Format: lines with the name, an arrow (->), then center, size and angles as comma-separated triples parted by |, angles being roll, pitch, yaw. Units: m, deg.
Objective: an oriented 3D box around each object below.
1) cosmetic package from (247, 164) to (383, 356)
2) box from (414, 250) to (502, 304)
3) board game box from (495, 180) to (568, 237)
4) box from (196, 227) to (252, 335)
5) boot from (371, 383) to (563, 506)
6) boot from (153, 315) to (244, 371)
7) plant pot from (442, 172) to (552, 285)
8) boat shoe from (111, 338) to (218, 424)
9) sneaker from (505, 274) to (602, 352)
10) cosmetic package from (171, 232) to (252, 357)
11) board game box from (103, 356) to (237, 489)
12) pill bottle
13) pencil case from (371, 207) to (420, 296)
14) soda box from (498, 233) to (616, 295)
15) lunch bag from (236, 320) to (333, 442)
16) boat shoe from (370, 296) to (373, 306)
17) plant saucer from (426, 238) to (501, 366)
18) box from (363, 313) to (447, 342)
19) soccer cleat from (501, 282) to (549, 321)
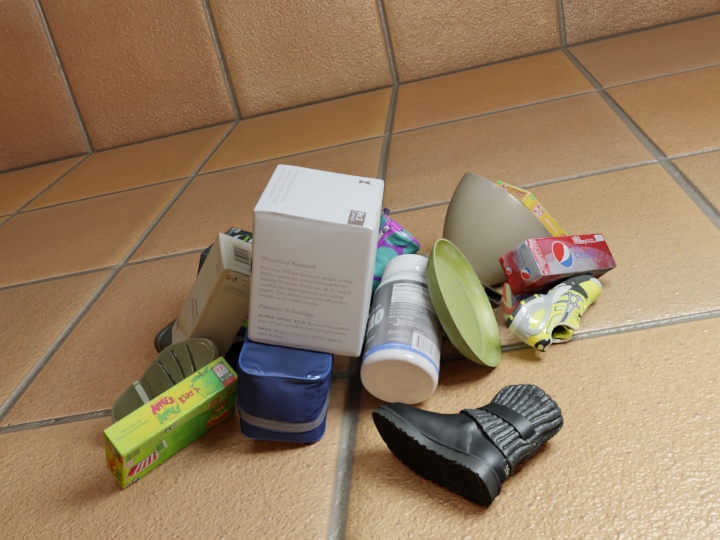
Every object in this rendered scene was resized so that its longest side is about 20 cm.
cosmetic package -> -0.061, -0.017, 1.104 | 0.161, 0.204, 0.166 | 8, 29, 2
box -> 0.130, -0.003, 1.349 | 0.199, 0.162, 0.022 | 23, 86, 56
board game box -> 0.315, -0.078, 1.368 | 0.030, 0.199, 0.095 | -52, 30, -1
box -> -0.201, 0.019, 1.402 | 0.145, 0.127, 0.200 | 15, 16, 2
boot -> 0.132, 0.192, 0.984 | 0.209, 0.081, 0.157 | 23, 49, 38
boot -> -0.256, 0.109, 1.399 | 0.197, 0.073, 0.182 | 1, 40, 44
plant pot -> 0.219, -0.053, 1.373 | 0.135, 0.200, 0.200 | -50, 30, -3
boat shoe -> -0.289, 0.173, 1.201 | 0.198, 0.068, 0.076 | -36, 66, 11
sneaker -> 0.306, 0.069, 1.192 | 0.197, 0.076, 0.077 | -23, 60, -33
cosmetic package -> -0.227, 0.057, 1.237 | 0.072, 0.202, 0.104 | 19, 26, -27
board game box -> -0.268, 0.216, 1.125 | 0.198, 0.103, 0.048 | -32, 64, -34
pill bottle -> 0.067, 0.081, 1.152 | 0.111, 0.115, 0.203 | -6, 45, 18
pencil case -> 0.000, 0.000, 1.259 | 0.200, 0.092, 0.085 | -45, 58, 4
soda box -> 0.313, -0.012, 1.237 | 0.197, 0.065, 0.070 | -5, -23, -39
lunch bag -> -0.107, 0.150, 1.145 | 0.132, 0.135, 0.201 | 7, 29, 1
boat shoe -> 0.015, 0.026, 1.380 | 0.064, 0.075, 0.198 | -25, 6, -39
plant saucer -> 0.148, 0.052, 1.160 | 0.031, 0.202, 0.201 | -27, 18, 23
box -> 0.088, 0.084, 1.289 | 0.197, 0.049, 0.117 | -25, 26, -27
soccer cleat -> 0.292, 0.012, 1.294 | 0.067, 0.075, 0.199 | 6, 32, 38
